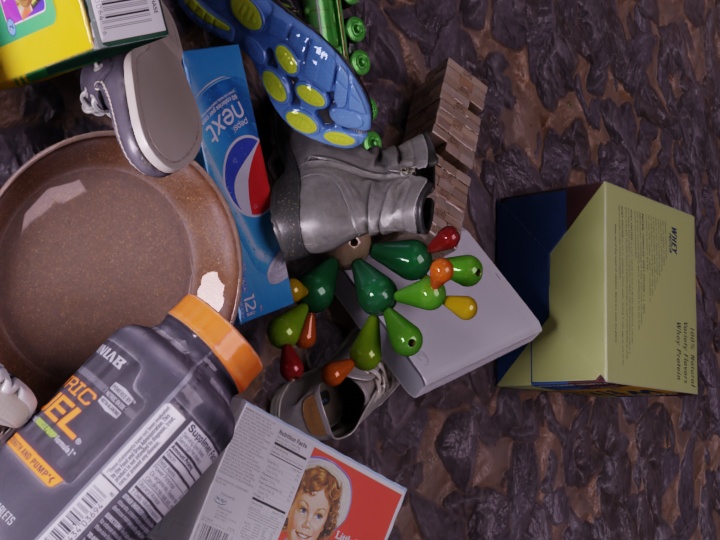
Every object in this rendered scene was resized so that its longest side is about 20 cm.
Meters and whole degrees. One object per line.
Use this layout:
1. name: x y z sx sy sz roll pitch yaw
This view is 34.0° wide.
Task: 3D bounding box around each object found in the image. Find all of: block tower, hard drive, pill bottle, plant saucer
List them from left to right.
1. plant saucer: -0.174 0.006 0.806 0.198 0.036 0.204 -7 102 -33
2. pill bottle: -0.152 0.109 0.753 0.200 0.106 0.107 -47 122 -16
3. block tower: 0.069 -0.097 1.092 0.057 0.054 0.202 31 55 -24
4. hard drive: 0.072 0.032 1.077 0.199 0.026 0.133 -17 64 -51

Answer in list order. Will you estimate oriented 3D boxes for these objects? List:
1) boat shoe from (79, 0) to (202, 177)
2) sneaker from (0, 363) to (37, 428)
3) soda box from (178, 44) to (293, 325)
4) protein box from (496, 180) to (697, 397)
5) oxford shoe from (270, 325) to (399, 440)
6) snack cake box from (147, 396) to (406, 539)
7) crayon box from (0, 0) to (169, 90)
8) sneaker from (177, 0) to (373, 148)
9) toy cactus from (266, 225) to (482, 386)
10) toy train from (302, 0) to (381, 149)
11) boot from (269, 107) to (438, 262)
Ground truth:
1. boat shoe: -0.154 -0.122 0.790 0.073 0.062 0.202 45 20 -41
2. sneaker: -0.286 0.069 0.681 0.198 0.075 0.082 21 79 -36
3. soda box: -0.113 -0.062 0.892 0.064 0.067 0.204 -21 101 -49
4. protein box: 0.254 0.029 1.258 0.198 0.133 0.202 11 77 -47
5. oxford shoe: 0.003 0.092 1.020 0.199 0.057 0.076 -31 107 -48
6. snack cake box: -0.063 0.183 0.910 0.199 0.067 0.117 36 70 -41
7. crayon box: -0.206 -0.224 0.720 0.058 0.171 0.204 -20 102 -38
8. sneaker: -0.057 -0.178 0.914 0.200 0.071 0.082 45 32 14
9. toy cactus: 0.000 0.000 0.968 0.198 0.166 0.103 -25 148 -13
10. toy train: -0.023 -0.189 1.036 0.056 0.041 0.204 -12 95 -38
11. boot: -0.001 -0.087 0.937 0.202 0.128 0.068 -93 169 -45
